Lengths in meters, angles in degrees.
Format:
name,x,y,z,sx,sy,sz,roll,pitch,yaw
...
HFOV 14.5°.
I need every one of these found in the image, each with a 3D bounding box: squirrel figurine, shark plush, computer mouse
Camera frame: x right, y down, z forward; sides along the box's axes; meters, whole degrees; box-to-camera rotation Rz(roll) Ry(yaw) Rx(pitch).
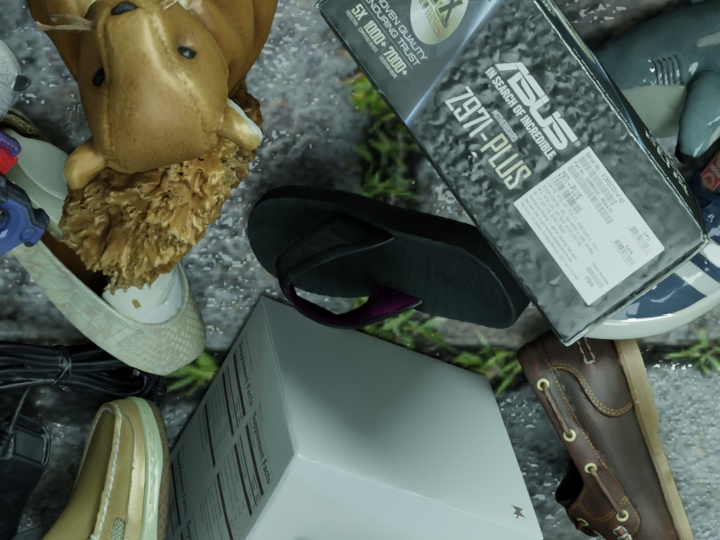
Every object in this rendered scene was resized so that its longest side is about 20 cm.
name,x,y,z,sx,sy,sz,roll,pitch,yaw
squirrel figurine,-0.093,-0.087,1.365,0.141,0.187,0.201,-10,123,-3
shark plush,0.193,-0.136,1.458,0.083,0.091,0.200,45,114,2
computer mouse,-0.188,0.106,1.560,0.140,0.046,0.201,-1,129,-33

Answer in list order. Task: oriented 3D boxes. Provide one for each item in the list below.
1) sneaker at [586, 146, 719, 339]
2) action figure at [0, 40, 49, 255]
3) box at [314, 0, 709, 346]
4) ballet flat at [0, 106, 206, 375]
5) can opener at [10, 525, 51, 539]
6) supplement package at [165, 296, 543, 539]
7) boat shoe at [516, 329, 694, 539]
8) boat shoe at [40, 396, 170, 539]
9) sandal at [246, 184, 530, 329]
name,x,y,z,sx,sy,sz,roll,pitch,yaw
sneaker,0.185,-0.029,1.518,0.199,0.075,0.085,-18,126,-10
action figure,-0.249,-0.062,1.355,0.193,0.105,0.200,-29,150,9
box,0.077,-0.078,1.370,0.086,0.164,0.200,-36,93,9
ballet flat,-0.141,-0.014,1.468,0.200,0.068,0.062,41,144,-28
can opener,-0.161,0.224,1.610,0.066,0.054,0.200,-17,134,14
supplement package,-0.025,0.154,1.547,0.151,0.151,0.201,20,117,-22
boat shoe,0.141,0.114,1.600,0.070,0.070,0.201,-22,114,-4
boat shoe,-0.151,0.164,1.500,0.076,0.072,0.201,10,82,-20
sandal,0.000,-0.001,1.443,0.048,0.200,0.076,-48,122,-25
